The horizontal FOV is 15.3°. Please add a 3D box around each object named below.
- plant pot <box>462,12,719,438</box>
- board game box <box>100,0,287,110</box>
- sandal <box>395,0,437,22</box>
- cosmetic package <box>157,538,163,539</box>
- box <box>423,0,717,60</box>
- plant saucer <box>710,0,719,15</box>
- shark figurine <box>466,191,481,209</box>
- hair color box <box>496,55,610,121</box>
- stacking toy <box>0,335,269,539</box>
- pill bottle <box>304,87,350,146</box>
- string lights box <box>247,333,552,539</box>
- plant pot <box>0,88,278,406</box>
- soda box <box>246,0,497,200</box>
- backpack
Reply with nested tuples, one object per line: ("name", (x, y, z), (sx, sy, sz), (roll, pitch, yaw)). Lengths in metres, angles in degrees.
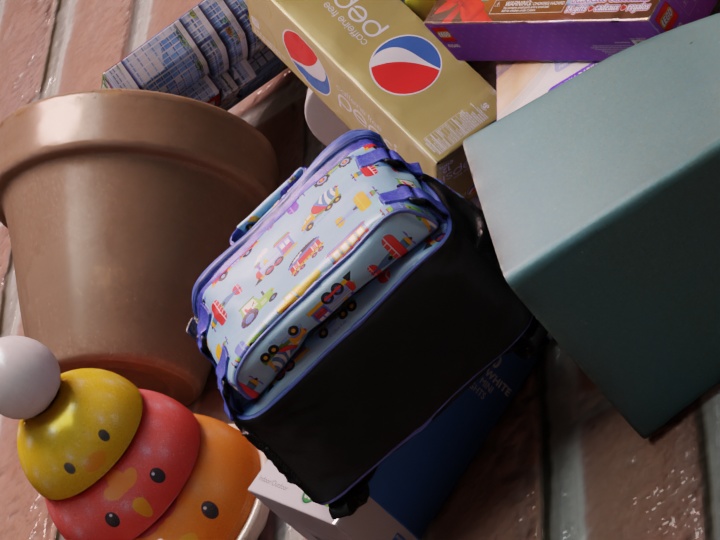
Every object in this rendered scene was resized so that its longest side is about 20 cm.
("plant pot", (0.183, -0.045, 1.447), (0.199, 0.141, 0.142), (-35, 33, 14))
("board game box", (-0.126, -0.130, 1.880), (0.199, 0.062, 0.200), (-38, 0, -7))
("sandal", (0.057, -0.225, 1.750), (0.200, 0.087, 0.080), (-56, -8, -53))
("cosmetic package", (-0.109, 0.262, 1.500), (0.074, 0.102, 0.201), (-31, 33, 23))
("box", (0.140, -0.187, 1.564), (0.199, 0.039, 0.137), (5, 58, 52))
("plant saucer", (0.184, -0.110, 1.616), (0.200, 0.037, 0.201), (-33, 33, 25))
("shark figurine", (-0.017, 0.014, 1.682), (0.128, 0.089, 0.215), (7, 59, 56))
("hair color box", (0.140, -0.145, 1.617), (0.109, 0.065, 0.201), (-31, 33, 26))
("stacking toy", (-0.163, 0.111, 1.639), (0.146, 0.200, 0.147), (-32, 34, 25))
("pill bottle", (0.020, -0.173, 1.818), (0.112, 0.112, 0.201), (-22, 39, 36))
("string lights box", (0.031, 0.072, 1.577), (0.103, 0.059, 0.201), (13, 65, 56))
("plant pot", (-0.159, -0.002, 1.798), (0.199, 0.200, 0.176), (-19, 58, 39))
("soda box", (0.011, -0.127, 1.682), (0.064, 0.068, 0.200), (-35, 62, -15))
("backpack", (-0.009, 0.009, 1.514), (0.182, 0.135, 0.200), (-41, 28, 9))
